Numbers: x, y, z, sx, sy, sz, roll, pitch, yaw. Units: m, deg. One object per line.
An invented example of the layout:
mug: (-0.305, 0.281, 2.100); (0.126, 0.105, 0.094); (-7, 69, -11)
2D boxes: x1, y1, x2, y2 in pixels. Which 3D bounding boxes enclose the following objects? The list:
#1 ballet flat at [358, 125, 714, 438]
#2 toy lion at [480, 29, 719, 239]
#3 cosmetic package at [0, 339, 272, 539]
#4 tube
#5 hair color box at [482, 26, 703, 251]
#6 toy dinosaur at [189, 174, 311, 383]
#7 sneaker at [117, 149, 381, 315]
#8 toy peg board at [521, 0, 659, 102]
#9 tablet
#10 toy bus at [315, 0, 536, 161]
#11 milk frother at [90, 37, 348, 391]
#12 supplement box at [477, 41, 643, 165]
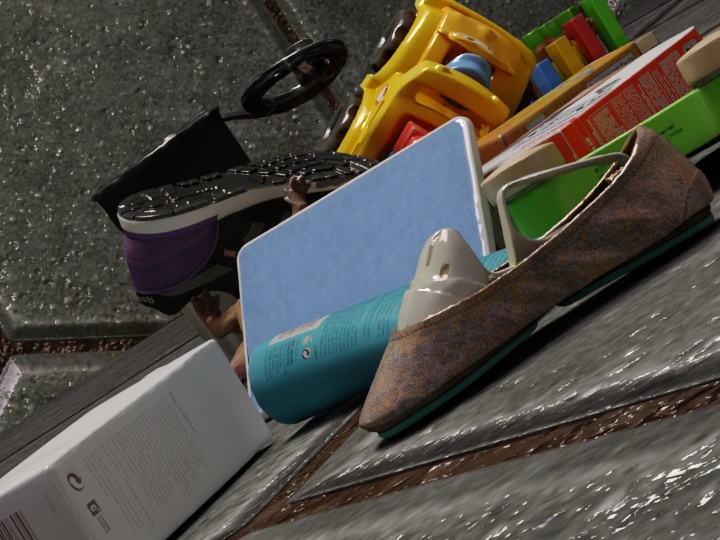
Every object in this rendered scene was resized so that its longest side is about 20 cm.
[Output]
ballet flat: (0.070, -0.001, 0.877); (0.200, 0.067, 0.068); (-34, 4, -11)
toy lion: (0.183, -0.079, 1.048); (0.200, 0.069, 0.192); (-31, -3, 22)
cosmetic package: (-0.136, 0.116, 1.011); (0.102, 0.074, 0.200); (-30, 3, 27)
tube: (0.024, 0.031, 1.009); (0.200, 0.050, 0.077); (-25, 26, 40)
hair color box: (0.150, -0.079, 1.217); (0.111, 0.064, 0.200); (-30, 4, 41)
toy dinosaur: (-0.032, 0.028, 1.252); (0.200, 0.086, 0.136); (-47, 36, 0)
sneaker: (-0.071, -0.026, 1.331); (0.200, 0.088, 0.076); (-14, 22, -20)
toy peg board: (0.233, -0.253, 2.378); (0.199, 0.098, 0.200); (-35, 4, -32)
tablet: (0.000, 0.000, 1.169); (0.200, 0.130, 0.014); (-29, -38, 31)
toy bus: (0.057, -0.113, 1.502); (0.200, 0.136, 0.192); (-60, 7, 5)
milk frother: (-0.059, -0.047, 1.416); (0.200, 0.188, 0.181); (-33, 8, 26)
supplement box: (0.155, -0.105, 1.453); (0.067, 0.069, 0.200); (-25, 6, 46)
